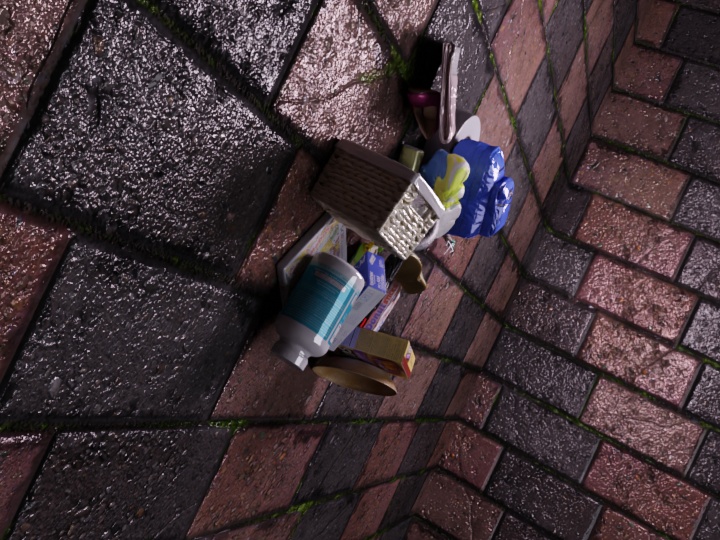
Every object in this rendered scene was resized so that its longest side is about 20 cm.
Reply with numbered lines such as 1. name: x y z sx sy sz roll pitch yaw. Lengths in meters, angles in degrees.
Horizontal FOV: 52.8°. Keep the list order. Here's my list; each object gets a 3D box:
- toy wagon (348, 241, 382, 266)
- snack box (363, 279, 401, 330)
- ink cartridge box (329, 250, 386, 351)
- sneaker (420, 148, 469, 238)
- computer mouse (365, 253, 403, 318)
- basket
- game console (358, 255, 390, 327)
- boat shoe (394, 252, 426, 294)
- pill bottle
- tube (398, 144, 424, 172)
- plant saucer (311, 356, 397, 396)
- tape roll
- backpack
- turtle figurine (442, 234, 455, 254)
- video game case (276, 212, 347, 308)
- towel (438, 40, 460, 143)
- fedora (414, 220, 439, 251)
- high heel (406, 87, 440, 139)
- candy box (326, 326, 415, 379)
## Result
1. toy wagon: 0.000 0.000 1.548 0.156 0.039 0.202 -57 164 -34
2. snack box: 0.038 0.118 1.719 0.201 0.024 0.072 -56 166 -25
3. ink cartridge box: -0.021 0.062 1.432 0.200 0.044 0.095 -49 -151 37
4. sneaker: 0.170 -0.172 1.567 0.075 0.105 0.202 -12 135 -35
5. computer mouse: 0.038 0.022 1.498 0.142 0.045 0.200 -61 180 -11
6. basket: 0.026 -0.124 1.282 0.124 0.199 0.135 -55 143 -4
7. game console: 0.020 0.076 1.691 0.202 0.031 0.178 -58 166 -19
8. boat shoe: 0.108 -0.008 1.687 0.201 0.072 0.066 67 8 -62
9. pill bottle: -0.083 0.077 1.315 0.202 0.109 0.111 -59 158 -15
10. tube: 0.087 -0.169 1.578 0.058 0.051 0.204 -48 155 -72
11. plant saucer: -0.010 0.231 1.611 0.201 0.196 0.036 60 43 -64
12. tape roll: 0.215 -0.284 1.743 0.201 0.065 0.202 -49 154 -34
13. backpack: 0.263 -0.190 1.644 0.163 0.165 0.204 -44 145 -64
14. turtle figurine: 0.232 -0.148 1.884 0.151 0.099 0.202 113 1 -48
15. video game case: -0.087 -0.007 1.396 0.200 0.023 0.184 -50 153 -34
16. towel: 0.183 -0.366 1.492 0.200 0.032 0.195 -55 148 -73
17. fedora: 0.071 -0.117 1.496 0.201 0.201 0.091 -45 -177 -39
18. high heel: 0.135 -0.323 1.504 0.199 0.066 0.098 -17 118 -66
19. candy box: 0.013 0.170 1.574 0.117 0.196 0.057 65 43 -62
